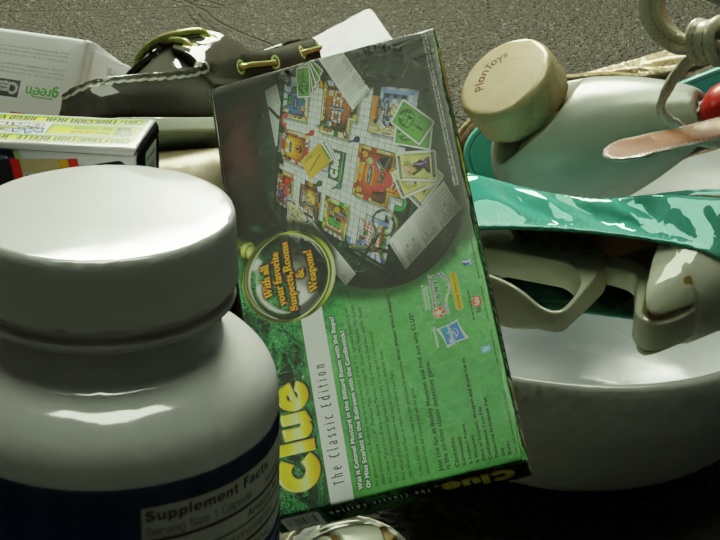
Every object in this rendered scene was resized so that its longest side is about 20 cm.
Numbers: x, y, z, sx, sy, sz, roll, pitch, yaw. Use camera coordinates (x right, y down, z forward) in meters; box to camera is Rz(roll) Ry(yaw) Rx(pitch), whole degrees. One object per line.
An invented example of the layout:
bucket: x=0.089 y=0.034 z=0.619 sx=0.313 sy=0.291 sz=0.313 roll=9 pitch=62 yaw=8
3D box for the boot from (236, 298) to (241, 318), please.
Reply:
boot: x=0.037 y=-0.006 z=0.951 sx=0.146 sy=0.071 sz=0.200 roll=19 pitch=36 yaw=17

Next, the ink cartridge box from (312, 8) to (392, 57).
ink cartridge box: x=-0.042 y=-0.069 z=0.931 sx=0.162 sy=0.057 sz=0.200 roll=-27 pitch=19 yaw=2

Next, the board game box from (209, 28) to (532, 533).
board game box: x=0.000 y=0.000 z=0.693 sx=0.104 sy=0.023 sz=0.201 roll=-12 pitch=63 yaw=6

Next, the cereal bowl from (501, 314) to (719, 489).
cereal bowl: x=0.098 y=0.044 z=0.792 sx=0.199 sy=0.084 sz=0.200 roll=1 pitch=23 yaw=0

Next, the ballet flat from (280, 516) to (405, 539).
ballet flat: x=0.011 y=0.131 z=0.636 sx=0.067 sy=0.063 sz=0.200 roll=-9 pitch=25 yaw=-19

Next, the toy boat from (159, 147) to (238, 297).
toy boat: x=-0.114 y=0.020 z=0.765 sx=0.199 sy=0.131 sz=0.130 roll=-6 pitch=-7 yaw=-31

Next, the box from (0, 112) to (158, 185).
box: x=-0.133 y=0.037 z=0.671 sx=0.109 sy=0.201 sz=0.035 roll=3 pitch=25 yaw=6

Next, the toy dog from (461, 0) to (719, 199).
toy dog: x=0.124 y=-0.046 z=0.763 sx=0.132 sy=0.097 sz=0.200 roll=32 pitch=-22 yaw=-23

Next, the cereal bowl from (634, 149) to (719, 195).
cereal bowl: x=0.200 y=-0.034 z=0.965 sx=0.199 sy=0.084 sz=0.201 roll=4 pitch=40 yaw=-4

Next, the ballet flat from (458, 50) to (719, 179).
ballet flat: x=0.140 y=-0.081 z=0.901 sx=0.199 sy=0.071 sz=0.065 roll=-12 pitch=16 yaw=-7

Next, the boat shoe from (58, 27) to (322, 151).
boat shoe: x=-0.078 y=-0.085 z=0.811 sx=0.071 sy=0.061 sz=0.201 roll=-12 pitch=-1 yaw=30

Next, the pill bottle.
pill bottle: x=-0.087 y=0.072 z=0.595 sx=0.119 sy=0.201 sz=0.120 roll=1 pitch=23 yaw=0

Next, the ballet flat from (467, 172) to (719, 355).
ballet flat: x=0.105 y=0.003 z=0.717 sx=0.199 sy=0.068 sz=0.071 roll=7 pitch=51 yaw=13

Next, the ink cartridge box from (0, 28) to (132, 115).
ink cartridge box: x=-0.242 y=-0.050 z=0.973 sx=0.199 sy=0.177 sz=0.084 roll=10 pitch=-5 yaw=19
